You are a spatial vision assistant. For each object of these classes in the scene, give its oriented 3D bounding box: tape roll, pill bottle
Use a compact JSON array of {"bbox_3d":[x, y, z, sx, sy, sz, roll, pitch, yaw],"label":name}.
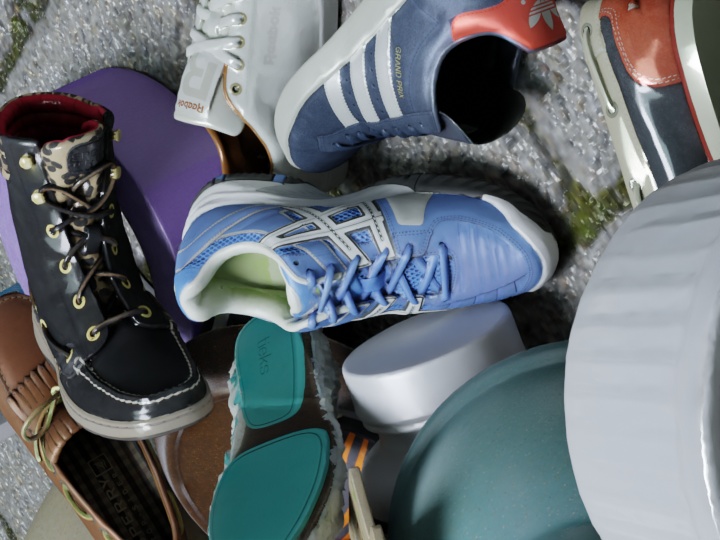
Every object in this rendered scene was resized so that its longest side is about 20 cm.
[{"bbox_3d":[-0.146,-0.020,1.115,0.199,0.065,0.202,30,135,36],"label":"tape roll"},{"bbox_3d":[0.067,0.124,0.907,0.119,0.119,0.202,-4,111,52],"label":"pill bottle"}]

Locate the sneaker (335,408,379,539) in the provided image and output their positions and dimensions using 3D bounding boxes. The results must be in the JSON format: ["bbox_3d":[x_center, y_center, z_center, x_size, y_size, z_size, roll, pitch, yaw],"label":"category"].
[{"bbox_3d":[-0.028,0.173,0.980,0.077,0.112,0.201,20,132,9],"label":"sneaker"}]

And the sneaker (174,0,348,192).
[{"bbox_3d":[-0.059,-0.120,0.921,0.072,0.084,0.202,16,125,47],"label":"sneaker"}]

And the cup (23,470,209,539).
[{"bbox_3d":[-0.147,0.201,1.194,0.199,0.199,0.145,2,91,50],"label":"cup"}]

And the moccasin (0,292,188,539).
[{"bbox_3d":[-0.171,0.100,1.097,0.203,0.073,0.078,62,159,12],"label":"moccasin"}]

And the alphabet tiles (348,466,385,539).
[{"bbox_3d":[0.019,0.184,0.817,0.200,0.006,0.168,91,163,-70],"label":"alphabet tiles"}]

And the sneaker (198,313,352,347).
[{"bbox_3d":[-0.049,0.052,1.040,0.083,0.071,0.201,37,139,27],"label":"sneaker"}]

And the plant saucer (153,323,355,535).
[{"bbox_3d":[-0.037,0.119,1.039,0.198,0.032,0.202,14,132,16],"label":"plant saucer"}]

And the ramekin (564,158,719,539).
[{"bbox_3d":[0.170,0.046,0.664,0.097,0.199,0.202,-2,113,59],"label":"ramekin"}]

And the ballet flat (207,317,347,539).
[{"bbox_3d":[-0.030,0.095,0.876,0.071,0.201,0.072,1,126,1],"label":"ballet flat"}]

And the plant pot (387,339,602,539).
[{"bbox_3d":[0.105,0.146,0.778,0.198,0.134,0.202,1,106,5],"label":"plant pot"}]

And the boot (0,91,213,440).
[{"bbox_3d":[-0.146,-0.006,0.989,0.200,0.073,0.152,-138,36,-58],"label":"boot"}]

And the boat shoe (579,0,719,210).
[{"bbox_3d":[0.142,-0.023,0.747,0.062,0.071,0.202,-6,105,40],"label":"boat shoe"}]

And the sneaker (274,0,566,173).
[{"bbox_3d":[0.027,-0.083,0.847,0.085,0.075,0.200,58,145,10],"label":"sneaker"}]

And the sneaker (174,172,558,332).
[{"bbox_3d":[0.000,0.000,0.892,0.198,0.077,0.076,-1,127,19],"label":"sneaker"}]

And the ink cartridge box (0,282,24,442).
[{"bbox_3d":[-0.273,0.079,1.225,0.115,0.199,0.068,-1,114,51],"label":"ink cartridge box"}]
